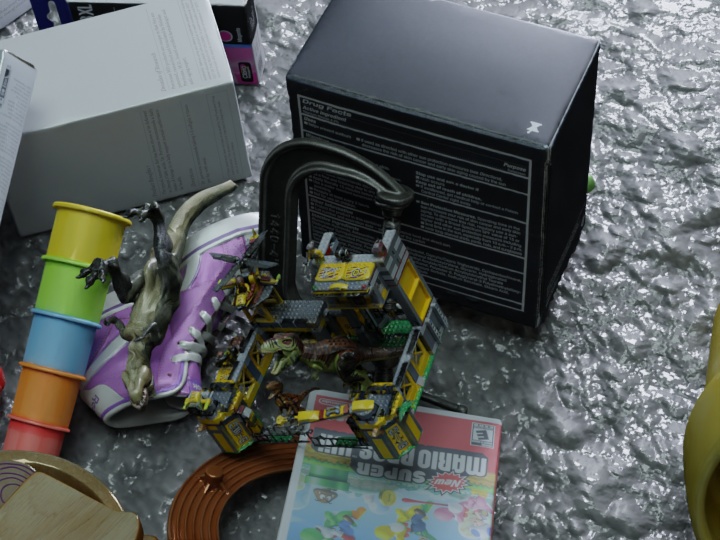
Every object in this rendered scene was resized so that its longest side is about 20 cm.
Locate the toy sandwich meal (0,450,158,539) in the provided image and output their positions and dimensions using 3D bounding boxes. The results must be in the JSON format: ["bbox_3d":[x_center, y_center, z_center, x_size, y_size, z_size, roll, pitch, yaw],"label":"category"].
[{"bbox_3d":[-0.239,0.190,1.276,0.204,0.070,0.206,1,50,-1],"label":"toy sandwich meal"}]

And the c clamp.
[{"bbox_3d":[0.000,0.000,1.384,0.170,0.201,0.027,11,30,25],"label":"c clamp"}]

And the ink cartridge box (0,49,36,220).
[{"bbox_3d":[-0.342,-0.056,1.461,0.199,0.041,0.201,-11,62,40],"label":"ink cartridge box"}]

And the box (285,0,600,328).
[{"bbox_3d":[0.062,-0.087,1.400,0.199,0.199,0.123,17,54,15],"label":"box"}]

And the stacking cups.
[{"bbox_3d":[-0.219,0.053,1.382,0.060,0.061,0.201,11,82,15],"label":"stacking cups"}]

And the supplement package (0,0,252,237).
[{"bbox_3d":[-0.202,-0.128,1.547,0.199,0.117,0.118,-15,52,-6],"label":"supplement package"}]

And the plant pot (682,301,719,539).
[{"bbox_3d":[0.311,0.093,1.277,0.200,0.201,0.189,-3,35,4],"label":"plant pot"}]

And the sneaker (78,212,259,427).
[{"bbox_3d":[-0.122,0.046,1.435,0.200,0.073,0.114,-34,58,-7],"label":"sneaker"}]

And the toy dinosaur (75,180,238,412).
[{"bbox_3d":[-0.152,0.000,1.379,0.047,0.088,0.201,3,61,34],"label":"toy dinosaur"}]

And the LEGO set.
[{"bbox_3d":[-0.040,0.044,1.316,0.199,0.116,0.154,6,53,36],"label":"LEGO set"}]

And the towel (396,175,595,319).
[{"bbox_3d":[0.067,-0.054,1.519,0.200,0.031,0.149,-33,58,-21],"label":"towel"}]

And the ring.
[{"bbox_3d":[-0.032,0.176,1.306,0.200,0.019,0.201,6,36,-5],"label":"ring"}]

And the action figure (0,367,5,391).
[{"bbox_3d":[-0.303,0.127,1.400,0.065,0.052,0.201,7,53,7],"label":"action figure"}]

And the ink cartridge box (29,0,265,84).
[{"bbox_3d":[-0.185,-0.204,1.620,0.199,0.095,0.037,4,53,10],"label":"ink cartridge box"}]

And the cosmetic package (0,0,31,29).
[{"bbox_3d":[-0.396,-0.285,1.719,0.113,0.081,0.200,-38,58,-22],"label":"cosmetic package"}]

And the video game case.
[{"bbox_3d":[0.021,0.160,1.307,0.142,0.017,0.200,9,36,2],"label":"video game case"}]
